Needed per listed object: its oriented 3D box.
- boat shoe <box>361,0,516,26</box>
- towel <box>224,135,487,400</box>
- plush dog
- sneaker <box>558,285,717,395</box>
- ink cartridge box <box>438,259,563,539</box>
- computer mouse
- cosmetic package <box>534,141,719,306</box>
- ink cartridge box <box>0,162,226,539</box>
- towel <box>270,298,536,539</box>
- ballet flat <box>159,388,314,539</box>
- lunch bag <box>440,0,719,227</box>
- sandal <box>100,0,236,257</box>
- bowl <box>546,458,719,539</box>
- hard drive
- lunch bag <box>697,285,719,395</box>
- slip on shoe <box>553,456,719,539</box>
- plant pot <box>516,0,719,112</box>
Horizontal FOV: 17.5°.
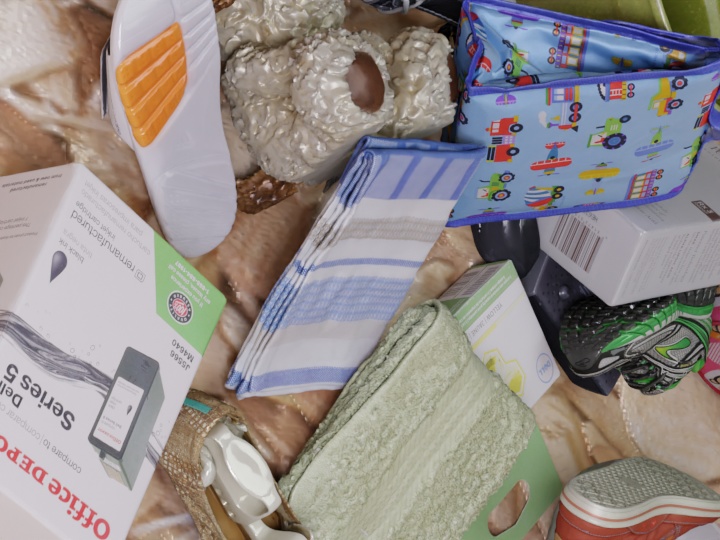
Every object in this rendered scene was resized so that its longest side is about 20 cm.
[{"bbox_3d":[0.025,-0.214,1.661,0.200,0.072,0.068,34,64,-29],"label":"boat shoe"},{"bbox_3d":[0.000,0.000,1.547,0.147,0.024,0.200,-1,126,-55],"label":"towel"},{"bbox_3d":[-0.049,-0.146,1.548,0.200,0.160,0.172,-12,75,-64],"label":"plush dog"},{"bbox_3d":[0.221,0.058,1.789,0.200,0.078,0.085,-11,99,-53],"label":"sneaker"},{"bbox_3d":[0.098,0.114,1.727,0.146,0.048,0.200,-43,114,-45],"label":"ink cartridge box"},{"bbox_3d":[0.087,-0.086,1.741,0.034,0.059,0.200,-22,99,-27],"label":"computer mouse"},{"bbox_3d":[0.232,-0.038,1.785,0.200,0.102,0.074,-12,133,-44],"label":"cosmetic package"},{"bbox_3d":[-0.182,0.061,1.373,0.146,0.084,0.200,45,53,-36],"label":"ink cartridge box"},{"bbox_3d":[0.032,0.135,1.608,0.200,0.036,0.148,-52,119,-20],"label":"towel"},{"bbox_3d":[-0.069,0.163,1.503,0.071,0.065,0.200,-47,119,-30],"label":"ballet flat"},{"bbox_3d":[0.163,-0.105,1.639,0.151,0.199,0.094,98,-6,-53],"label":"lunch bag"},{"bbox_3d":[-0.131,-0.103,1.488,0.079,0.059,0.207,-28,127,-31],"label":"sandal"},{"bbox_3d":[0.201,0.262,1.802,0.200,0.075,0.200,37,58,-39],"label":"bowl"},{"bbox_3d":[0.189,-0.013,1.855,0.135,0.042,0.200,53,50,-31],"label":"hard drive"},{"bbox_3d":[0.371,0.059,1.937,0.176,0.200,0.082,47,53,-38],"label":"lunch bag"},{"bbox_3d":[0.204,0.180,1.723,0.200,0.074,0.061,-4,120,-54],"label":"slip on shoe"},{"bbox_3d":[0.184,-0.184,1.755,0.200,0.184,0.201,28,55,-48],"label":"plant pot"}]
